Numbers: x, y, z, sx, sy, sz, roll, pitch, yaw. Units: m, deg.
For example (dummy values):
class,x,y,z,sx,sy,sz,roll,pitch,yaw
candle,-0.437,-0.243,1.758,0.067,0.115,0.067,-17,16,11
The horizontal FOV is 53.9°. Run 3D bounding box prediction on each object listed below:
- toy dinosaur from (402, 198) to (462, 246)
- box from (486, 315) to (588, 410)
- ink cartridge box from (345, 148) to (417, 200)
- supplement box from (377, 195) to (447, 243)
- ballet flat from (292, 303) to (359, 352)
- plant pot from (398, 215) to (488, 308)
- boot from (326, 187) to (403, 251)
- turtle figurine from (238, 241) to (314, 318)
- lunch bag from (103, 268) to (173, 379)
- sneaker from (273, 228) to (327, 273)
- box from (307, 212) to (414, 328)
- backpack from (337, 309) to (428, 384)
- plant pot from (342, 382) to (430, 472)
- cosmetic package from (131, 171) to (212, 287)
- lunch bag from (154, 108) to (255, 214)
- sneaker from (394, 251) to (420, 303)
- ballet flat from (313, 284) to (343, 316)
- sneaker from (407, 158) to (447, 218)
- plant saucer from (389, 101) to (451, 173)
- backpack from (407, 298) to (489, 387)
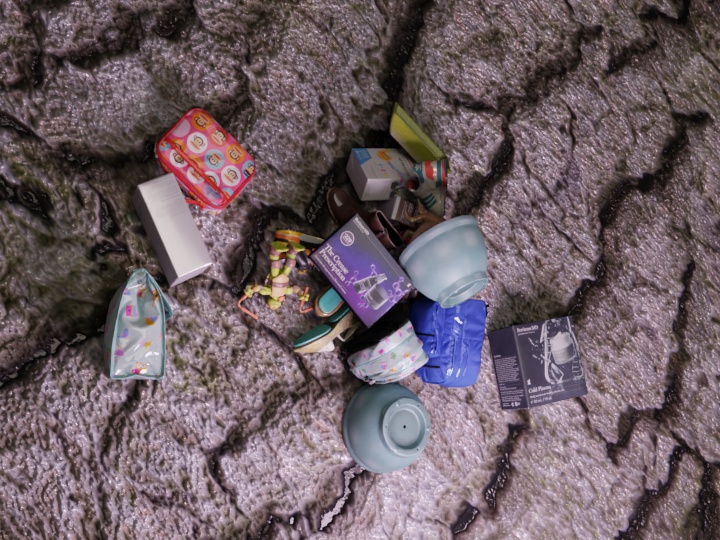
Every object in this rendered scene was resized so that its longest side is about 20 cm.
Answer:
class,x,y,z,sx,sy,sz,roll,pitch,yaw
toy dinosaur,0.169,-0.096,1.584,0.132,0.200,0.088,14,108,17
box,0.442,0.232,1.778,0.195,0.124,0.202,-7,80,-26
ink cartridge box,0.076,-0.233,1.704,0.195,0.069,0.117,-5,49,-26
supplement box,0.141,-0.103,1.710,0.196,0.108,0.062,22,74,-19
ballet flat,-0.064,0.140,1.591,0.199,0.070,0.071,-37,96,-27
plant pot,0.197,-0.005,1.542,0.196,0.201,0.136,-16,67,-27
boot,0.011,-0.122,1.619,0.072,0.166,0.202,-38,97,-23
turtle figurine,-0.170,0.020,1.545,0.196,0.064,0.165,4,111,-33
lunch bag,-0.429,0.106,1.361,0.119,0.170,0.206,3,80,-23
sneaker,-0.109,-0.032,1.608,0.196,0.070,0.092,16,88,-21
box,0.000,0.000,1.536,0.141,0.079,0.201,-41,96,-8
backpack,0.060,0.174,1.564,0.166,0.199,0.128,-40,96,-27
plant pot,0.074,0.345,1.566,0.195,0.134,0.206,5,77,-24
cosmetic package,-0.389,-0.081,1.456,0.084,0.107,0.204,-26,92,-28
lunch bag,-0.343,-0.226,1.527,0.200,0.082,0.177,43,69,-10
sneaker,0.086,0.044,1.650,0.097,0.071,0.201,34,52,10
ballet flat,-0.037,0.037,1.617,0.068,0.072,0.200,50,63,-7
sneaker,0.156,-0.190,1.665,0.091,0.201,0.072,2,61,4
plant saucer,0.136,-0.314,1.737,0.048,0.201,0.200,-42,102,17
backpack,0.191,0.168,1.653,0.164,0.162,0.206,5,86,-25
